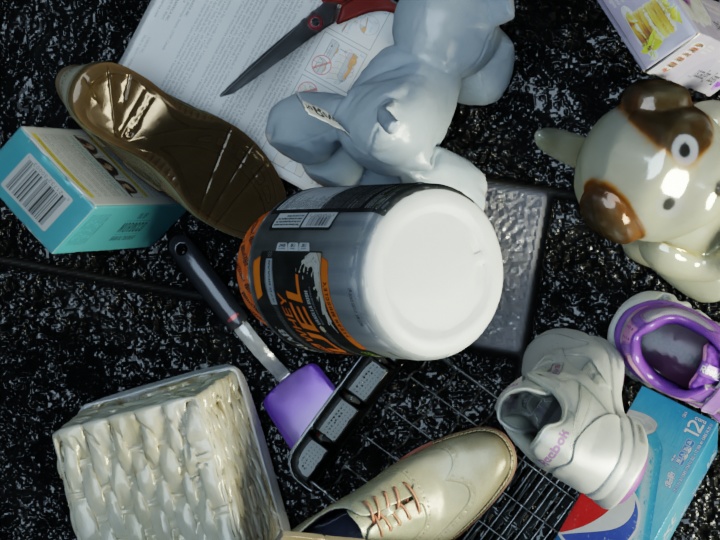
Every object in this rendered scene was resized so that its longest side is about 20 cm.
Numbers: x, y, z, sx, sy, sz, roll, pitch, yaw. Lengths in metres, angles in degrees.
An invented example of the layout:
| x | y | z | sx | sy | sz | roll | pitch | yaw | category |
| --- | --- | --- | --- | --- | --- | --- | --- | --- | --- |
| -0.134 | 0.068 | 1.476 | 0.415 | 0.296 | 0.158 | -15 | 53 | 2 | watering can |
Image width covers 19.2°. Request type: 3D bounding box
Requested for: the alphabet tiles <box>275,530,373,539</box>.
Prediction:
| x | y | z | sx | sy | sz | roll | pitch | yaw | category |
| --- | --- | --- | --- | --- | --- | --- | --- | --- | --- |
| -0.029 | 0.246 | 1.515 | 0.167 | 0.200 | 0.008 | -60 | 33 | 35 | alphabet tiles |

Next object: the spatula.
| x | y | z | sx | sy | sz | roll | pitch | yaw | category |
| --- | --- | --- | --- | --- | --- | --- | --- | --- | --- |
| -0.081 | 0.053 | 1.625 | 0.056 | 0.021 | 0.200 | -37 | 91 | 6 | spatula |

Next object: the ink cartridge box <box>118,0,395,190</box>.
| x | y | z | sx | sy | sz | roll | pitch | yaw | category |
| --- | --- | --- | --- | --- | --- | --- | --- | --- | --- |
| -0.068 | -0.165 | 1.630 | 0.200 | 0.050 | 0.161 | 28 | 95 | -7 | ink cartridge box |

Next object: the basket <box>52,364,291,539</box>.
| x | y | z | sx | sy | sz | roll | pitch | yaw | category |
| --- | --- | --- | --- | --- | --- | --- | --- | --- | --- |
| -0.137 | 0.183 | 1.583 | 0.135 | 0.123 | 0.200 | -15 | 90 | 12 | basket |

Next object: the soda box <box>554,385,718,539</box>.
| x | y | z | sx | sy | sz | roll | pitch | yaw | category |
| --- | --- | --- | --- | --- | --- | --- | --- | --- | --- |
| 0.181 | 0.187 | 1.511 | 0.064 | 0.068 | 0.200 | 26 | 71 | 18 | soda box |

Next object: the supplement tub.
| x | y | z | sx | sy | sz | roll | pitch | yaw | category |
| --- | --- | --- | --- | --- | --- | --- | --- | --- | --- |
| 0.000 | 0.000 | 1.520 | 0.122 | 0.200 | 0.123 | 0 | 90 | -31 | supplement tub |

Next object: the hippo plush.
| x | y | z | sx | sy | sz | roll | pitch | yaw | category |
| --- | --- | --- | --- | --- | --- | --- | --- | --- | --- |
| 0.027 | -0.142 | 1.545 | 0.159 | 0.200 | 0.161 | 16 | 74 | 30 | hippo plush |

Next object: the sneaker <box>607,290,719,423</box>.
| x | y | z | sx | sy | sz | roll | pitch | yaw | category |
| --- | --- | --- | --- | --- | --- | --- | --- | --- | --- |
| 0.268 | 0.078 | 1.523 | 0.200 | 0.088 | 0.081 | 23 | 93 | 10 | sneaker |

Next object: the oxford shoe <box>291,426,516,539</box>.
| x | y | z | sx | sy | sz | roll | pitch | yaw | category |
| --- | --- | --- | --- | --- | --- | --- | --- | --- | --- |
| 0.023 | 0.177 | 1.514 | 0.200 | 0.074 | 0.071 | -34 | 81 | 1 | oxford shoe |

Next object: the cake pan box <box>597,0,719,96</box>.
| x | y | z | sx | sy | sz | roll | pitch | yaw | category |
| --- | --- | --- | --- | --- | --- | --- | --- | --- | --- |
| 0.192 | -0.214 | 1.487 | 0.052 | 0.200 | 0.184 | -33 | 77 | 18 | cake pan box |

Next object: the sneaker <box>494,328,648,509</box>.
| x | y | z | sx | sy | sz | roll | pitch | yaw | category |
| --- | --- | --- | --- | --- | --- | --- | --- | --- | --- |
| 0.139 | 0.085 | 1.497 | 0.100 | 0.200 | 0.075 | 26 | 107 | -19 | sneaker |

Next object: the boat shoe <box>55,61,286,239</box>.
| x | y | z | sx | sy | sz | roll | pitch | yaw | category |
| --- | --- | --- | --- | --- | --- | --- | --- | --- | --- |
| -0.139 | -0.094 | 1.590 | 0.200 | 0.065 | 0.071 | 38 | 83 | -27 | boat shoe |

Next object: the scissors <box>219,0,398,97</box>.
| x | y | z | sx | sy | sz | roll | pitch | yaw | category |
| --- | --- | --- | --- | --- | --- | --- | --- | --- | --- |
| -0.028 | -0.197 | 1.593 | 0.200 | 0.014 | 0.073 | -24 | 90 | -11 | scissors |

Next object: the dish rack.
| x | y | z | sx | sy | sz | roll | pitch | yaw | category |
| --- | --- | --- | --- | --- | --- | --- | --- | --- | --- |
| 0.060 | 0.145 | 1.577 | 0.200 | 0.055 | 0.154 | 37 | 91 | 7 | dish rack |

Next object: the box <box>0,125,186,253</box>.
| x | y | z | sx | sy | sz | roll | pitch | yaw | category |
| --- | --- | --- | --- | --- | --- | --- | --- | --- | --- |
| -0.199 | -0.059 | 1.566 | 0.049 | 0.200 | 0.082 | -46 | 81 | 12 | box |

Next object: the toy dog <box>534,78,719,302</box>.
| x | y | z | sx | sy | sz | roll | pitch | yaw | category |
| --- | --- | --- | --- | --- | --- | --- | --- | --- | --- |
| 0.212 | -0.073 | 1.479 | 0.194 | 0.200 | 0.140 | 34 | 95 | 10 | toy dog |
